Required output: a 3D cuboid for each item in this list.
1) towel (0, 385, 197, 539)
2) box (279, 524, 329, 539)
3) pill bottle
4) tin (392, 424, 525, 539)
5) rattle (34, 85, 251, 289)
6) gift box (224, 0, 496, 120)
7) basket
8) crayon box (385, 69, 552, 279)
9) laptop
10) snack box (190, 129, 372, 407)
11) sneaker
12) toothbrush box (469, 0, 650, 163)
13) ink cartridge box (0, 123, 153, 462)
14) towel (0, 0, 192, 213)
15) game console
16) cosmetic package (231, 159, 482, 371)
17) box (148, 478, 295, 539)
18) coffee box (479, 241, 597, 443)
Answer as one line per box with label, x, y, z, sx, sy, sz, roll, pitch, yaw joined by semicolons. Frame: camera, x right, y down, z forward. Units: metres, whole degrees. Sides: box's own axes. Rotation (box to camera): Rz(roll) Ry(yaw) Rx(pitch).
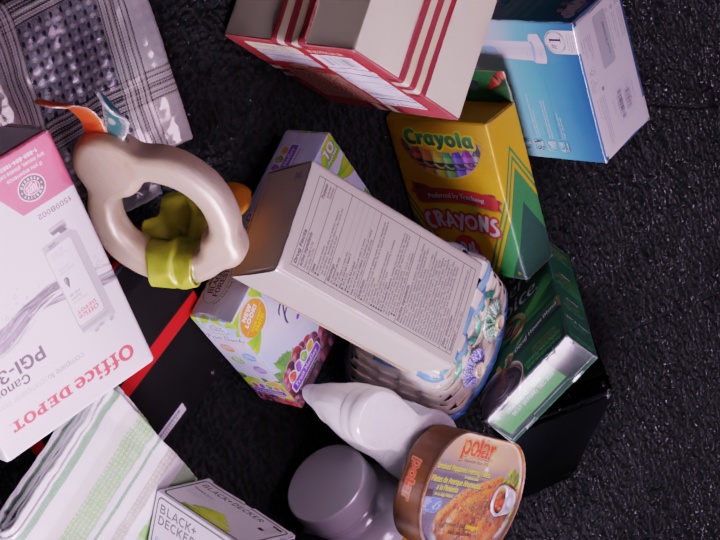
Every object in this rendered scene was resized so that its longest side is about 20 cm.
towel;-0.211;0.186;1.437;0.150;0.031;0.200;-56;151;-17
box;-0.054;0.343;1.550;0.123;0.199;0.199;-6;101;-47
pill bottle;0.015;0.252;1.680;0.112;0.110;0.200;-59;134;-23
tin;0.092;0.201;1.643;0.200;0.042;0.113;22;90;-59
rattle;-0.158;-0.096;1.400;0.200;0.130;0.143;51;53;-22
gift box;0.010;-0.255;1.529;0.200;0.183;0.189;30;76;-53
basket;0.062;0.067;1.694;0.200;0.138;0.178;90;23;-71
crayon box;0.100;-0.094;1.703;0.051;0.126;0.202;-39;123;-37
laptop;0.178;0.137;1.922;0.176;0.103;0.202;-15;83;-47
snack box;-0.058;-0.003;1.579;0.142;0.053;0.201;52;55;-46
sneaker;0.019;0.142;1.621;0.200;0.088;0.076;42;69;-51
toothbrush box;0.158;-0.192;1.695;0.085;0.199;0.148;-42;125;-36
ink cartridge box;-0.260;0.015;1.313;0.146;0.082;0.201;-35;115;-28
towel;-0.221;-0.129;1.400;0.192;0.034;0.202;-35;122;-40
game console;-0.199;0.084;1.473;0.201;0.031;0.178;-54;138;-27
cosmetic package;0.000;0.000;1.515;0.199;0.073;0.104;31;68;-30
box;-0.130;0.290;1.490;0.060;0.116;0.202;-5;115;-47
coffee box;0.159;0.062;1.710;0.044;0.201;0.123;34;113;-19
